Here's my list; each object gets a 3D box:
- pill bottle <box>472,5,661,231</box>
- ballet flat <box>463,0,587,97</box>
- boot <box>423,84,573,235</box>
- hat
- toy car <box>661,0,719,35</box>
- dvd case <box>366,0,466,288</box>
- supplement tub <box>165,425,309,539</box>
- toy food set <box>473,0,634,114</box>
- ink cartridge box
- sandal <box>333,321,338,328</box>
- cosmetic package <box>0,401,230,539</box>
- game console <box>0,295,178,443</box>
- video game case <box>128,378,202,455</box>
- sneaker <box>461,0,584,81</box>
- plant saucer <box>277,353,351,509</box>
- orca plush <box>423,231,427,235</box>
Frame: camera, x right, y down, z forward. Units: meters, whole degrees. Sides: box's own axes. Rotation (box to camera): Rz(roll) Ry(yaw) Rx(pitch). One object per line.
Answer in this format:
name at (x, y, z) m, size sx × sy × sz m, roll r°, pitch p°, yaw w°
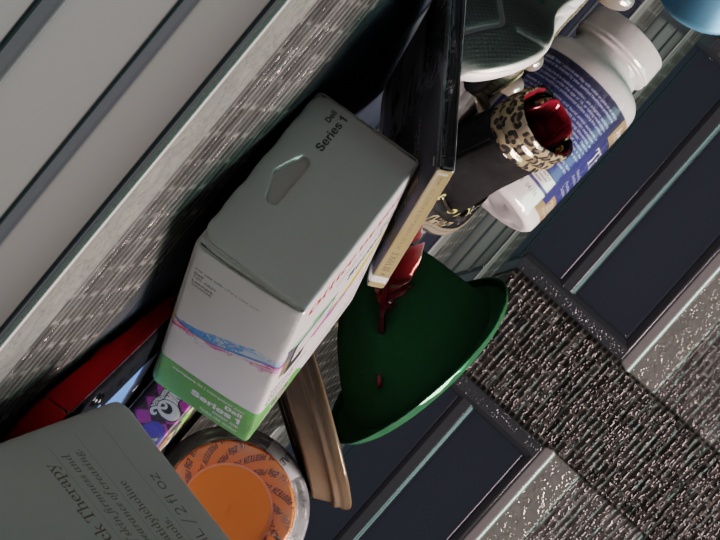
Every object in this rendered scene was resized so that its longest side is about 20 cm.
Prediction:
pill bottle at (0.178, -0.141, 2.075) m, size 0.200 × 0.111 × 0.111 m, roll -47°, pitch 173°, yaw -8°
ballet flat at (0.156, -0.208, 1.778) m, size 0.200 × 0.046 × 0.067 m, roll -51°, pitch -148°, yaw -1°
boot at (0.102, -0.090, 1.843) m, size 0.150 × 0.073 × 0.200 m, roll -26°, pitch 170°, yaw 24°
hat at (0.000, 0.000, 1.702) m, size 0.200 × 0.176 × 0.166 m, roll -44°, pitch -162°, yaw -5°
toy car at (0.203, -0.289, 1.449) m, size 0.200 × 0.176 × 0.185 m, roll -82°, pitch -173°, yaw -49°
dvd case at (0.036, -0.093, 1.525) m, size 0.200 × 0.016 × 0.149 m, roll 119°, pitch -23°, yaw -65°
supplement tub at (-0.100, 0.180, 1.742) m, size 0.123 × 0.123 × 0.200 m, roll -47°, pitch 179°, yaw -7°
toy food set at (0.165, -0.203, 1.879) m, size 0.200 × 0.060 × 0.144 m, roll -48°, pitch 173°, yaw 0°
ink cartridge box at (-0.052, 0.000, 1.501) m, size 0.145 × 0.084 × 0.200 m, roll -53°, pitch 174°, yaw -30°
sandal at (-0.040, 0.025, 1.882) m, size 0.081 × 0.055 × 0.200 m, roll -21°, pitch 178°, yaw -4°
cosmetic package at (-0.197, 0.212, 1.375) m, size 0.200 × 0.167 × 0.167 m, roll -19°, pitch 152°, yaw -51°
game console at (-0.200, 0.117, 1.537) m, size 0.177 × 0.031 × 0.200 m, roll -40°, pitch 170°, yaw -46°
video game case at (-0.147, 0.110, 1.706) m, size 0.181 × 0.036 × 0.200 m, roll -50°, pitch 178°, yaw -15°
sneaker at (0.105, -0.172, 1.659) m, size 0.080 × 0.070 × 0.200 m, roll -50°, pitch 174°, yaw 39°
plant saucer at (-0.048, 0.087, 1.726) m, size 0.029 × 0.201 × 0.200 m, roll -17°, pitch 168°, yaw -6°
orca plush at (0.009, -0.031, 1.830) m, size 0.200 × 0.105 × 0.071 m, roll -21°, pitch 120°, yaw -56°
